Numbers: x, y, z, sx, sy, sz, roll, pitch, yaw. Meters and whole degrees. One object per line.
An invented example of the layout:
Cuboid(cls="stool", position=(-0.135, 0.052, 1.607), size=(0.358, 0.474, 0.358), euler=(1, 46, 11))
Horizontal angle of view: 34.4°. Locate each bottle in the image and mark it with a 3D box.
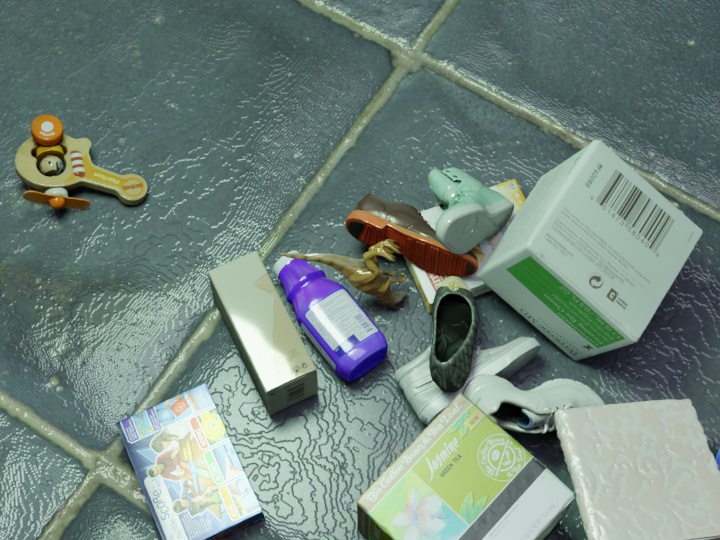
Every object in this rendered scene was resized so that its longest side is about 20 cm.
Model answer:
Cuboid(cls="bottle", position=(-0.048, 0.059, 1.631), size=(0.083, 0.065, 0.200), euler=(-33, 68, -21))

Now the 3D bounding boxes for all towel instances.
Cuboid(cls="towel", position=(0.352, 0.254, 1.446), size=(0.189, 0.032, 0.201), euler=(-4, 51, -8))

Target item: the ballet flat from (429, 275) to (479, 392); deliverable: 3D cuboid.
Cuboid(cls="ballet flat", position=(0.127, 0.077, 1.566), size=(0.066, 0.057, 0.201), euler=(0, 43, 6))

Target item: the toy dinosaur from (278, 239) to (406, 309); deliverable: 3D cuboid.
Cuboid(cls="toy dinosaur", position=(0.000, 0.000, 1.601), size=(0.199, 0.106, 0.061), euler=(30, 25, -28))

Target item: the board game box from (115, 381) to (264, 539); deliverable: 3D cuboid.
Cuboid(cls="board game box", position=(-0.228, 0.265, 1.546), size=(0.134, 0.035, 0.201), euler=(-23, 66, -10))

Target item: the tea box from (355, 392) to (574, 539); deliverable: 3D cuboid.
Cuboid(cls="tea box", position=(0.128, 0.305, 1.470), size=(0.196, 0.134, 0.200), euler=(40, 70, 19))

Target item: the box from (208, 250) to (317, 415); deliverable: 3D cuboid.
Cuboid(cls="box", position=(-0.135, 0.085, 1.604), size=(0.077, 0.095, 0.201), euler=(-23, 67, -12))

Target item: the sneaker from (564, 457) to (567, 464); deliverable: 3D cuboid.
Cuboid(cls="sneaker", position=(0.366, 0.263, 1.532), size=(0.198, 0.078, 0.091), euler=(-10, 89, -11))

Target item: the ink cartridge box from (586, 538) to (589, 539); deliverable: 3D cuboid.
Cuboid(cls="ink cartridge box", position=(0.233, 0.402, 1.430), size=(0.199, 0.117, 0.068), euler=(-24, 63, -12))

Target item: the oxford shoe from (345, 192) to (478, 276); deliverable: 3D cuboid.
Cuboid(cls="oxford shoe", position=(0.081, -0.055, 1.644), size=(0.199, 0.071, 0.073), euler=(25, 58, 10))

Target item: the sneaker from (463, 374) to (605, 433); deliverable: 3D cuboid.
Cuboid(cls="sneaker", position=(0.235, 0.188, 1.533), size=(0.198, 0.087, 0.075), euler=(2, 107, -15))

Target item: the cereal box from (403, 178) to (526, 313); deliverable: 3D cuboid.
Cuboid(cls="cereal box", position=(0.163, -0.037, 1.692), size=(0.198, 0.040, 0.145), euler=(-20, 65, -9))

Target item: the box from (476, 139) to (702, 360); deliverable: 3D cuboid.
Cuboid(cls="box", position=(0.308, -0.023, 1.580), size=(0.199, 0.171, 0.201), euler=(39, 69, -6))

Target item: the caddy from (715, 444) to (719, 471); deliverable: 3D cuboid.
Cuboid(cls="caddy", position=(0.494, 0.281, 1.477), size=(0.104, 0.142, 0.202), euler=(10, 63, 2))

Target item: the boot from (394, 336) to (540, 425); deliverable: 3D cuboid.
Cuboid(cls="boot", position=(0.144, 0.123, 1.595), size=(0.199, 0.074, 0.096), euler=(-29, 66, -16))

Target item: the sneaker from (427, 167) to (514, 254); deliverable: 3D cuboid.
Cuboid(cls="sneaker", position=(0.124, -0.088, 1.614), size=(0.118, 0.074, 0.200), euler=(35, 24, 19))

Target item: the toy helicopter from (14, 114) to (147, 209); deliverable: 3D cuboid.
Cuboid(cls="toy helicopter", position=(-0.416, -0.137, 1.729), size=(0.198, 0.079, 0.133), euler=(18, 58, -5))
